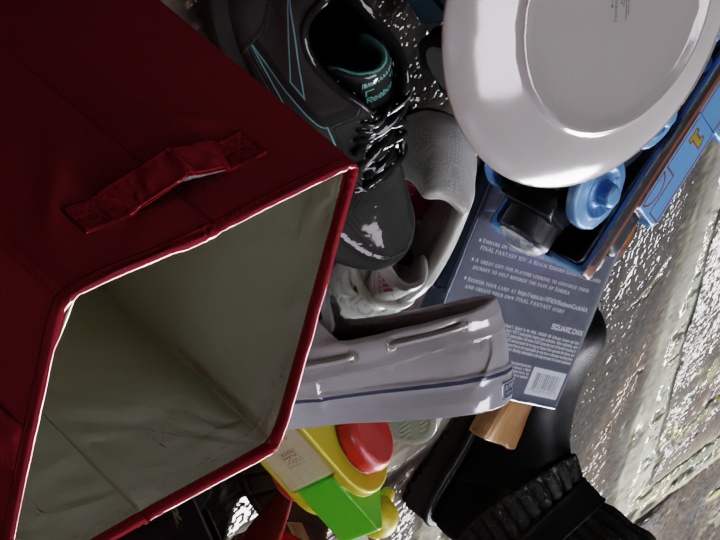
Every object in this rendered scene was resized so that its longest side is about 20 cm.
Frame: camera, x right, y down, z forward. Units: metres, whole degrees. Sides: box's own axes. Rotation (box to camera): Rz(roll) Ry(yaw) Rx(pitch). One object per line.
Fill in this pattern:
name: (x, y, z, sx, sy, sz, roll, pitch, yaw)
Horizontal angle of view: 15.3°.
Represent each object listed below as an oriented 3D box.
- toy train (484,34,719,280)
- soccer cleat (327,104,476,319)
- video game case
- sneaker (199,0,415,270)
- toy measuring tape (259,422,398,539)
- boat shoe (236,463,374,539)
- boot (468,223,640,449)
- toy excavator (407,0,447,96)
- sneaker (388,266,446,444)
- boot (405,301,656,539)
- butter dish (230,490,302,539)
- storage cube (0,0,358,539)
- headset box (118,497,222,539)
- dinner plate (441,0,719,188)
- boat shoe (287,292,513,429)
toy train: (0.148, -0.085, 1.472, 0.201, 0.086, 0.114, -58, 146, -7)
soccer cleat: (0.000, 0.000, 1.454, 0.070, 0.087, 0.200, 17, 128, -20)
video game case: (0.105, -0.023, 1.537, 0.143, 0.019, 0.201, 14, 99, -50)
sneaker: (-0.012, -0.074, 1.299, 0.075, 0.079, 0.200, -49, 132, -27)
toy measuring tape: (-0.039, 0.075, 1.499, 0.074, 0.074, 0.200, -45, 116, -10)
boat shoe: (-0.030, 0.121, 1.640, 0.203, 0.074, 0.075, 81, 21, -50)
boot: (0.111, 0.010, 1.660, 0.201, 0.068, 0.188, -61, 173, -6)
toy excavator: (0.063, -0.193, 1.333, 0.100, 0.200, 0.194, -41, -166, -20)
sneaker: (0.038, -0.009, 1.573, 0.116, 0.073, 0.201, -54, 152, -44)
boot: (0.142, 0.133, 1.807, 0.079, 0.158, 0.212, -1, 126, -58)
butter dish: (-0.042, 0.255, 1.582, 0.200, 0.147, 0.201, 124, -12, -62)
storage cube: (-0.136, -0.003, 1.159, 0.171, 0.180, 0.201, -27, 147, -40)
headset box: (-0.160, 0.157, 1.270, 0.199, 0.175, 0.093, -10, 139, -20)
dinner plate: (0.121, -0.133, 1.317, 0.200, 0.024, 0.201, -21, 123, -36)
boat shoe: (-0.021, 0.044, 1.406, 0.074, 0.199, 0.066, -88, 172, -78)
